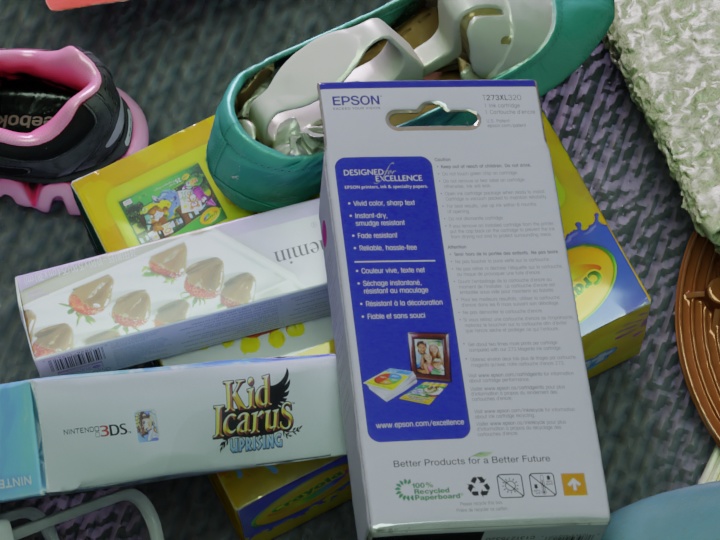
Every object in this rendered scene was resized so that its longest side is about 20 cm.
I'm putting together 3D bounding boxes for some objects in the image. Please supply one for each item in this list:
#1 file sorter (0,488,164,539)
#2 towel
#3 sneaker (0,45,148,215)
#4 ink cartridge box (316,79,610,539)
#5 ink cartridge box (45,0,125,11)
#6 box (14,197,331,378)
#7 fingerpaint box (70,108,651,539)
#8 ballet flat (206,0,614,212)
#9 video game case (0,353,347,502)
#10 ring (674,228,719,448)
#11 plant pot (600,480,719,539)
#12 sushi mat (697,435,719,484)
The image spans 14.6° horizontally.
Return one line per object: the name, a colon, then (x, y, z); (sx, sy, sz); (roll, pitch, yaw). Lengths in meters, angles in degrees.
file sorter: (-0.180, 0.167, 1.092); (0.199, 0.124, 0.140); (-10, 92, 26)
towel: (0.189, -0.095, 1.255); (0.147, 0.037, 0.201); (-20, 56, -5)
sneaker: (-0.196, -0.070, 1.240); (0.198, 0.095, 0.080); (-4, 72, 1)
ink cartridge box: (0.036, 0.016, 1.106); (0.094, 0.037, 0.201); (-1, 63, -11)
ink cartridge box: (-0.066, -0.209, 1.279); (0.199, 0.057, 0.163); (-10, 69, -30)
box: (-0.043, 0.002, 1.164); (0.199, 0.041, 0.039); (-15, 71, -3)
fingerpaint box: (0.000, 0.000, 1.225); (0.199, 0.073, 0.167); (-27, 72, -8)
ballet flat: (0.025, -0.089, 1.180); (0.199, 0.070, 0.068); (-29, 71, -9)
video game case: (-0.133, 0.068, 1.100); (0.199, 0.181, 0.046); (-11, 86, 37)
ring: (0.238, 0.022, 1.231); (0.199, 0.019, 0.202); (0, 71, -1)
plant pot: (0.153, 0.172, 1.104); (0.160, 0.201, 0.202); (2, 69, 28)
sushi mat: (0.207, 0.077, 1.228); (0.095, 0.012, 0.201); (25, 73, 9)
